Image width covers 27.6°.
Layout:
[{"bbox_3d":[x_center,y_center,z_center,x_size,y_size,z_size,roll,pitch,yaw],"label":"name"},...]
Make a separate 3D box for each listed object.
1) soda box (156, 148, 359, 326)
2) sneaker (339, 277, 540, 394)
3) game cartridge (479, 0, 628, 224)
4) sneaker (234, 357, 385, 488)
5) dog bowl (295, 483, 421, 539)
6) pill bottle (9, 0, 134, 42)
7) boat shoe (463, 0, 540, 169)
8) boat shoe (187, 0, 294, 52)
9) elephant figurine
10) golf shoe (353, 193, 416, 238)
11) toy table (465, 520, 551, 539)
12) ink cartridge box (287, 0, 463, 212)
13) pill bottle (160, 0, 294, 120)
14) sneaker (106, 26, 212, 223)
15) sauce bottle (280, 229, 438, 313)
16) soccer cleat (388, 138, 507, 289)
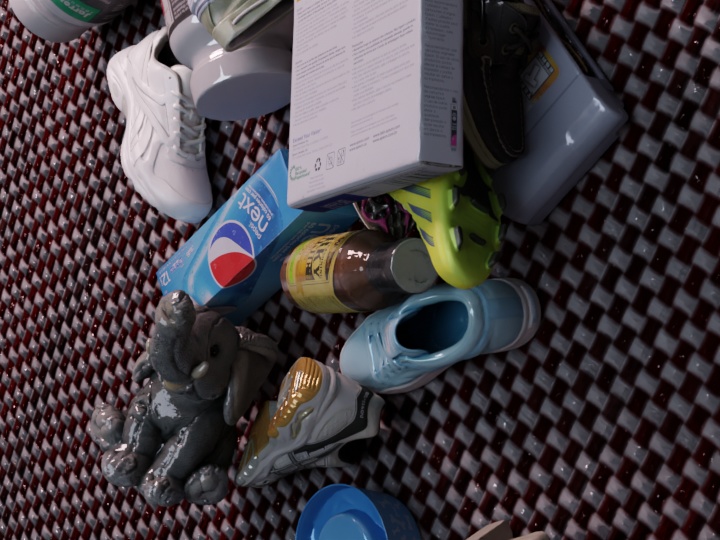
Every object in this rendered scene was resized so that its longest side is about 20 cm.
[{"bbox_3d":[-0.092,-0.021,1.267,0.200,0.067,0.065,-41,60,37],"label":"soda box"},{"bbox_3d":[0.039,0.046,1.117,0.199,0.081,0.075,-27,69,42],"label":"sneaker"},{"bbox_3d":[0.104,-0.140,1.090,0.133,0.041,0.201,-48,56,29],"label":"game cartridge"},{"bbox_3d":[-0.043,0.143,1.207,0.200,0.087,0.076,132,157,-60],"label":"sneaker"},{"bbox_3d":[0.011,0.268,1.162,0.111,0.049,0.202,-27,69,42],"label":"dog bowl"},{"bbox_3d":[-0.251,-0.306,1.413,0.199,0.112,0.114,-28,68,43],"label":"pill bottle"},{"bbox_3d":[0.093,-0.174,1.024,0.064,0.073,0.202,-9,94,28],"label":"boat shoe"},{"bbox_3d":[-0.042,-0.244,1.178,0.199,0.072,0.062,-32,81,0],"label":"boat shoe"},{"bbox_3d":[-0.136,0.086,1.223,0.201,0.140,0.155,-70,26,20],"label":"elephant figurine"},{"bbox_3d":[0.004,-0.118,1.182,0.092,0.072,0.202,130,126,-75],"label":"golf shoe"},{"bbox_3d":[0.077,0.257,1.019,0.199,0.184,0.118,-23,88,24],"label":"toy table"},{"bbox_3d":[0.008,-0.154,1.044,0.196,0.043,0.202,-12,74,61],"label":"ink cartridge box"},{"bbox_3d":[-0.116,-0.240,1.265,0.116,0.116,0.202,-28,68,42],"label":"pill bottle"},{"bbox_3d":[-0.173,-0.142,1.353,0.099,0.078,0.201,-37,64,35],"label":"sneaker"},{"bbox_3d":[0.000,0.000,1.132,0.200,0.064,0.065,172,98,-64],"label":"sauce bottle"},{"bbox_3d":[0.050,-0.063,1.056,0.083,0.064,0.202,-35,49,31],"label":"soccer cleat"}]
